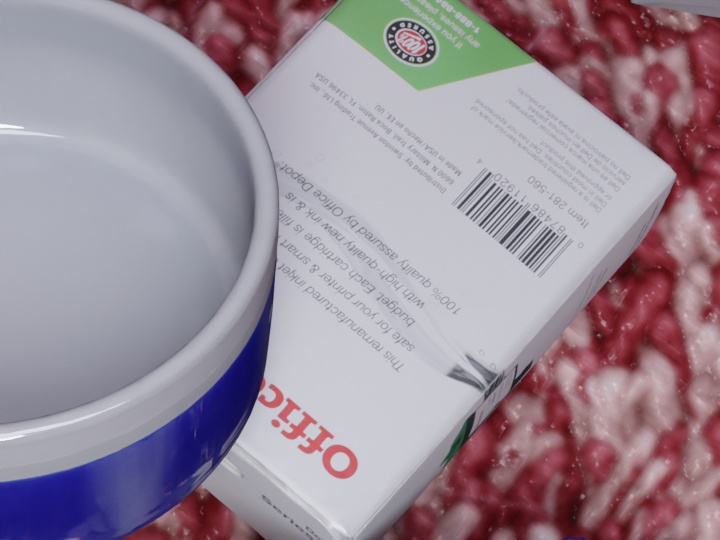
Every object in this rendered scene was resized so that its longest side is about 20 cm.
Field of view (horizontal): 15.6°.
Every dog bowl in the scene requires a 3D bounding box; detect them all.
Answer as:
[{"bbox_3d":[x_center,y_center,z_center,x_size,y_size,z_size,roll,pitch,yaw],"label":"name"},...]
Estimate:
[{"bbox_3d":[-0.128,-0.001,0.890,0.199,0.079,0.200,2,51,-2],"label":"dog bowl"}]

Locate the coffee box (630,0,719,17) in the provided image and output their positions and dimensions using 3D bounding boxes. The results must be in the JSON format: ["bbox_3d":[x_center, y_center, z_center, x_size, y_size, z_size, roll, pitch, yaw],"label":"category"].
[{"bbox_3d":[0.227,-0.225,1.065,0.199,0.200,0.198,8,67,-1],"label":"coffee box"}]

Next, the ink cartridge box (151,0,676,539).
[{"bbox_3d":[0.000,0.000,1.007,0.146,0.084,0.200,40,69,10],"label":"ink cartridge box"}]

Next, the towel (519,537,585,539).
[{"bbox_3d":[0.021,0.199,0.914,0.147,0.050,0.201,-7,85,-4],"label":"towel"}]
